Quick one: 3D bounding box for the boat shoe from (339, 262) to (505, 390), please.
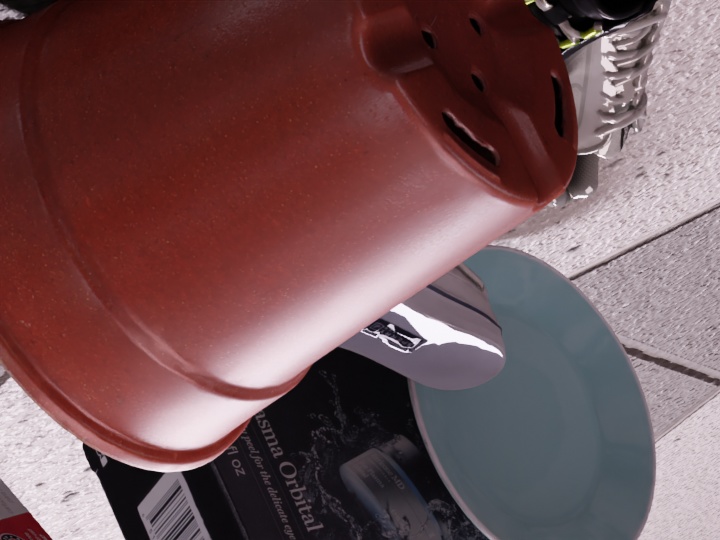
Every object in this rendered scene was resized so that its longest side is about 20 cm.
[{"bbox_3d":[0.000,0.000,1.415,0.073,0.066,0.200,-28,139,26],"label":"boat shoe"}]

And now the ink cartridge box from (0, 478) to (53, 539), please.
[{"bbox_3d":[-0.265,0.168,1.284,0.199,0.145,0.145,11,110,-39],"label":"ink cartridge box"}]

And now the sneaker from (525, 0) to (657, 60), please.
[{"bbox_3d":[0.088,-0.131,1.167,0.072,0.083,0.200,35,116,-20],"label":"sneaker"}]

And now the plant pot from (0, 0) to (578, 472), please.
[{"bbox_3d":[-0.034,-0.052,1.034,0.195,0.202,0.200,-29,160,30],"label":"plant pot"}]

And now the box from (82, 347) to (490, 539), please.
[{"bbox_3d":[-0.022,0.139,1.527,0.199,0.197,0.117,-8,152,-38],"label":"box"}]

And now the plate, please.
[{"bbox_3d":[0.094,0.082,1.532,0.200,0.201,0.026,-2,160,-46],"label":"plate"}]

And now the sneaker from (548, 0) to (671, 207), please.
[{"bbox_3d":[0.118,-0.106,1.285,0.075,0.081,0.200,-13,154,-25],"label":"sneaker"}]
